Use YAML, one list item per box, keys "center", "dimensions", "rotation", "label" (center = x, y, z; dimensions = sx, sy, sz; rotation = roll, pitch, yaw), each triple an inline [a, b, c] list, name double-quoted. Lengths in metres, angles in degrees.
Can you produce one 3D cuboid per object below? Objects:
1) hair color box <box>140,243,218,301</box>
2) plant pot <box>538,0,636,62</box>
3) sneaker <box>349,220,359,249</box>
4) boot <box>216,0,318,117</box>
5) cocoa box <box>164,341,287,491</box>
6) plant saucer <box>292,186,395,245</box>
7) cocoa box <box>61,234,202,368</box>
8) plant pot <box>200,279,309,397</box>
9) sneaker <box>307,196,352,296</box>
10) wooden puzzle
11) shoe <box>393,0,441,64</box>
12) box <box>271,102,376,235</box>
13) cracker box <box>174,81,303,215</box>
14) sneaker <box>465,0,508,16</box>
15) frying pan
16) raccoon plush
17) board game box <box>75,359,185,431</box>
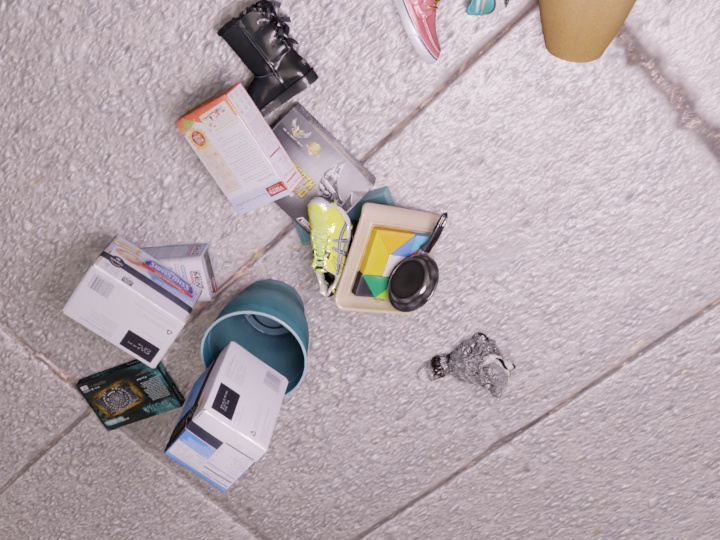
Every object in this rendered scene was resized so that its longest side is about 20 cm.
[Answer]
- center: [-0.392, 0.009, 1.623]
  dimensions: [0.198, 0.061, 0.100]
  rotation: [-3, 118, 9]
  label: "hair color box"
- center: [0.345, -0.430, 1.256]
  dimensions: [0.185, 0.187, 0.201]
  rotation: [6, 132, 3]
  label: "plant pot"
- center: [0.000, 0.000, 1.560]
  dimensions: [0.087, 0.076, 0.201]
  rotation: [-18, 121, 22]
  label: "sneaker"
- center: [-0.184, -0.350, 1.404]
  dimensions: [0.198, 0.073, 0.163]
  rotation: [-30, 107, 23]
  label: "boot"
- center: [-0.231, 0.252, 1.431]
  dimensions: [0.133, 0.200, 0.131]
  rotation: [37, 116, -14]
  label: "cocoa box"
- center: [-0.031, -0.099, 1.550]
  dimensions: [0.199, 0.019, 0.070]
  rotation: [-15, 115, 13]
  label: "plant saucer"
- center: [-0.424, 0.057, 1.542]
  dimensions: [0.199, 0.131, 0.134]
  rotation: [34, 116, -12]
  label: "cocoa box"
- center: [-0.186, 0.117, 1.584]
  dimensions: [0.199, 0.188, 0.201]
  rotation: [3, 119, 6]
  label: "plant pot"
- center: [-0.055, -0.040, 1.466]
  dimensions: [0.075, 0.077, 0.201]
  rotation: [4, 129, 25]
  label: "sneaker"
- center: [0.057, -0.015, 1.501]
  dimensions: [0.184, 0.037, 0.201]
  rotation: [6, 107, -34]
  label: "wooden puzzle"
- center: [0.106, -0.440, 1.322]
  dimensions: [0.091, 0.072, 0.201]
  rotation: [-20, 109, 22]
  label: "shoe"
- center: [-0.095, -0.176, 1.488]
  dimensions: [0.200, 0.048, 0.158]
  rotation: [44, 113, -11]
  label: "box"
- center: [-0.208, -0.206, 1.417]
  dimensions: [0.133, 0.058, 0.201]
  rotation: [-17, 115, 37]
  label: "cracker box"
- center: [0.173, -0.497, 1.288]
  dimensions: [0.079, 0.078, 0.201]
  rotation: [-11, 116, 22]
  label: "sneaker"
- center: [0.096, -0.013, 1.487]
  dimensions: [0.114, 0.031, 0.191]
  rotation: [-11, 118, -30]
  label: "frying pan"
- center: [0.212, 0.215, 1.620]
  dimensions: [0.200, 0.134, 0.097]
  rotation: [-35, 110, 21]
  label: "raccoon plush"
- center: [-0.501, 0.267, 1.789]
  dimensions: [0.199, 0.028, 0.136]
  rotation: [-19, 114, 15]
  label: "board game box"
